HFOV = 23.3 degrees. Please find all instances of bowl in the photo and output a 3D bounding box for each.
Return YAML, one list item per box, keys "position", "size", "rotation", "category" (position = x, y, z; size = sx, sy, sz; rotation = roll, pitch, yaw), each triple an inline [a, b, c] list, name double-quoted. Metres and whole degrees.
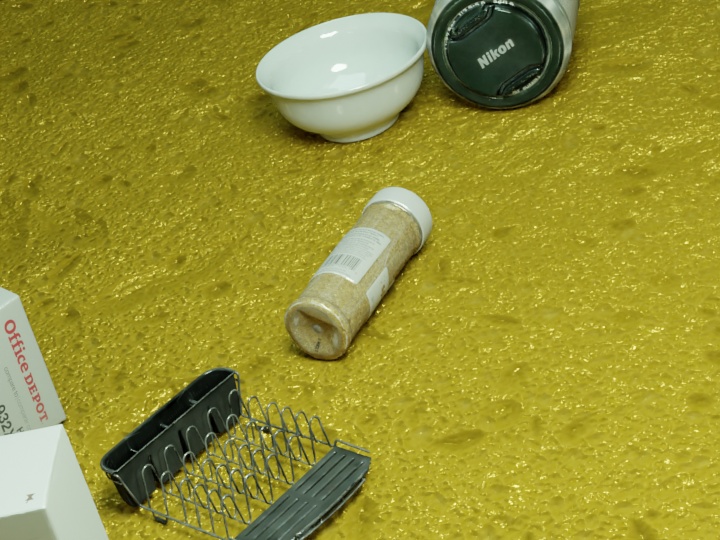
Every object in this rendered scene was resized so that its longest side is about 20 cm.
- position: [-0.011, -0.207, 1.971]
  size: [0.200, 0.091, 0.201]
  rotation: [-12, 31, 7]
  category: "bowl"

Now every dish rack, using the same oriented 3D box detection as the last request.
- position: [-0.098, 0.161, 1.452]
  size: [0.199, 0.055, 0.153]
  rotation: [14, 43, 39]
  category: "dish rack"

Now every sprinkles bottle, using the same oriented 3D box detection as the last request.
- position: [0.000, 0.000, 1.654]
  size: [0.068, 0.069, 0.200]
  rotation: [4, 36, 29]
  category: "sprinkles bottle"

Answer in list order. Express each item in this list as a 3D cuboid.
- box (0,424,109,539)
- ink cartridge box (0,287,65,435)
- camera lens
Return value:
- position: [-0.249, 0.228, 1.269]
  size: [0.124, 0.201, 0.098]
  rotation: [-11, 31, 6]
  category: "box"
- position: [-0.379, 0.120, 1.554]
  size: [0.084, 0.146, 0.200]
  rotation: [18, 44, 42]
  category: "ink cartridge box"
- position: [0.163, -0.288, 1.955]
  size: [0.159, 0.161, 0.200]
  rotation: [-6, 32, 16]
  category: "camera lens"
